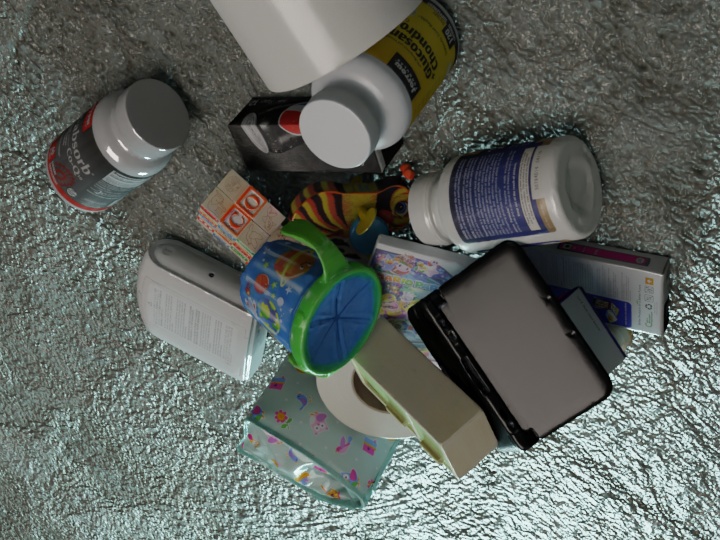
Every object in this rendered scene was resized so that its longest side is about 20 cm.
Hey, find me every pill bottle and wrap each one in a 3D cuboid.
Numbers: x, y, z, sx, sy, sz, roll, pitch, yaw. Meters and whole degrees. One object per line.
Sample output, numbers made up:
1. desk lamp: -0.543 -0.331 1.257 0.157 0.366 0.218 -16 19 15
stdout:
1. pill bottle: 0.017 -0.196 1.350 0.111 0.201 0.113 18 137 18
2. pill bottle: -0.309 -0.161 1.669 0.116 0.116 0.199 48 137 -14
3. pill bottle: 0.154 -0.079 1.435 0.198 0.111 0.112 -7 124 38

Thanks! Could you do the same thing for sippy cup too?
1. sippy cup: -0.066 0.031 1.507 0.130 0.139 0.180 29 102 34

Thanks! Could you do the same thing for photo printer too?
1. photo printer: -0.226 0.051 1.845 0.198 0.070 0.167 26 138 12

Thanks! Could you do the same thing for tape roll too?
1. tape roll: -0.047 -0.293 1.303 0.201 0.203 0.140 -14 120 41
2. tape roll: 0.042 0.133 1.689 0.200 0.037 0.205 2 126 3

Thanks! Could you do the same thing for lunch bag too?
1. lunch bag: -0.044 0.216 1.800 0.198 0.171 0.122 29 145 5

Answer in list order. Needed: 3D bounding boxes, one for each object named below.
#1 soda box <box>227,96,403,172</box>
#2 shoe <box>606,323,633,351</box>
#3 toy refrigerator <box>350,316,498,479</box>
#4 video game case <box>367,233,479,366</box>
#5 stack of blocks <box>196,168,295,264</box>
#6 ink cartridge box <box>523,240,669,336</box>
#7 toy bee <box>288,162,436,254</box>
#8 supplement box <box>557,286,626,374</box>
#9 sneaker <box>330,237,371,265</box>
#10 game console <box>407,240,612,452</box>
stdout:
1. soda box: -0.054 -0.160 1.536 0.198 0.064 0.071 3 130 31
2. shoe: 0.240 0.103 1.590 0.199 0.054 0.070 -25 112 45
3. toy refrigerator: 0.066 0.147 1.516 0.200 0.070 0.076 41 165 42
4. video game case: 0.066 0.040 1.554 0.141 0.018 0.201 14 141 -5
5. stack of blocks: -0.140 -0.055 1.620 0.115 0.059 0.200 41 172 -4
6. ink cartridge box: 0.257 0.012 1.509 0.198 0.037 0.095 11 134 23
7. toy bee: 0.018 -0.081 1.548 0.131 0.198 0.110 41 122 49
8. supplement box: 0.194 0.114 1.534 0.102 0.103 0.200 56 140 0
9. sneaker: 0.000 0.000 1.621 0.199 0.074 0.085 32 140 25
10. game console: 0.161 0.089 1.461 0.201 0.116 0.176 56 169 3
